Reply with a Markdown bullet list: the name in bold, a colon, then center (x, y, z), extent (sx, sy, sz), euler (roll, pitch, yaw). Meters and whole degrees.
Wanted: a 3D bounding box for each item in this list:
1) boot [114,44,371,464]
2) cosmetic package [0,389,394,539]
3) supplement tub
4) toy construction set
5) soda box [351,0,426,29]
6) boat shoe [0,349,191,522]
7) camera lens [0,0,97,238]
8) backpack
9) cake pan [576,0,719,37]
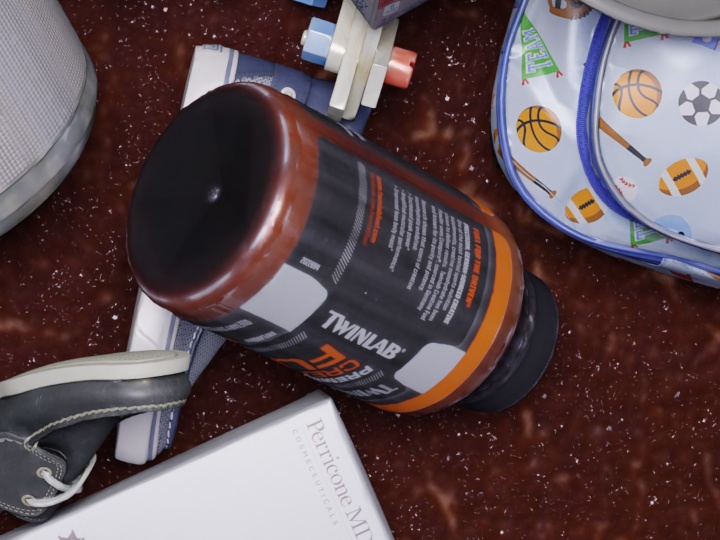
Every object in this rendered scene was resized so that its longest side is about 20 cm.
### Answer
- **boot**: center (-0.055, 0.000, 1.152), extent (0.090, 0.073, 0.201), euler (13, 92, -6)
- **cosmetic package**: center (-0.083, 0.145, 1.141), extent (0.199, 0.081, 0.113), euler (-26, 91, -1)
- **supplement tub**: center (0.000, 0.000, 1.089), extent (0.200, 0.107, 0.107), euler (27, 87, -39)
- **toy construction set**: center (-0.056, -0.150, 1.125), extent (0.200, 0.131, 0.092), euler (30, 99, -4)
- **soda box**: center (0.071, -0.190, 1.081), extent (0.200, 0.063, 0.070), euler (-32, 75, -17)
- **boat shoe**: center (-0.139, 0.077, 1.101), extent (0.072, 0.200, 0.068), euler (-8, 81, -44)
- **camera lens**: center (-0.219, -0.109, 1.073), extent (0.160, 0.160, 0.200), euler (-30, 129, -3)
- **backpack**: center (0.155, -0.079, 1.130), extent (0.190, 0.154, 0.201), euler (12, 89, 6)
- **cake pan**: center (0.128, -0.192, 1.029), extent (0.199, 0.037, 0.201), euler (3, 81, -17)
